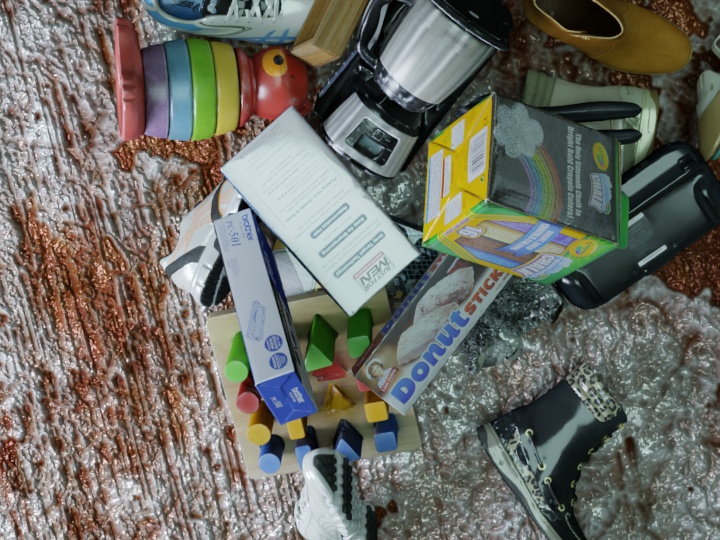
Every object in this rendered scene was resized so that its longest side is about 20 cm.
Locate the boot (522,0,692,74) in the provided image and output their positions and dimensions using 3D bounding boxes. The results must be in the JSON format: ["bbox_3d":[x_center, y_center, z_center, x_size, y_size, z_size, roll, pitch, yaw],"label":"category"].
[{"bbox_3d":[0.260,-0.245,1.548,0.201,0.144,0.071,18,100,-5],"label":"boot"}]

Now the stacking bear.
[{"bbox_3d":[-0.152,-0.192,1.567,0.199,0.114,0.122,-3,58,-11],"label":"stacking bear"}]

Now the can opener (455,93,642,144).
[{"bbox_3d":[0.192,-0.145,1.544,0.199,0.079,0.064,2,109,-9],"label":"can opener"}]

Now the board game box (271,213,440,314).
[{"bbox_3d":[0.000,0.000,1.642,0.199,0.035,0.136,20,100,-5],"label":"board game box"}]

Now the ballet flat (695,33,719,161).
[{"bbox_3d":[0.389,-0.207,1.586,0.063,0.069,0.200,30,74,3],"label":"ballet flat"}]

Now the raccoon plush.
[{"bbox_3d":[0.127,0.014,1.621,0.134,0.097,0.200,-34,100,9],"label":"raccoon plush"}]

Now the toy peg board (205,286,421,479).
[{"bbox_3d":[-0.051,0.135,1.612,0.199,0.098,0.200,-11,109,7],"label":"toy peg board"}]

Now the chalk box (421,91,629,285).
[{"bbox_3d":[0.178,-0.071,1.493,0.199,0.124,0.125,18,62,-25],"label":"chalk box"}]

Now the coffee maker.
[{"bbox_3d":[0.060,-0.209,1.551,0.135,0.192,0.200,44,117,6],"label":"coffee maker"}]

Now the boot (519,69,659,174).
[{"bbox_3d":[0.226,-0.107,1.612,0.154,0.072,0.201,10,100,-2],"label":"boot"}]

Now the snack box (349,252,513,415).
[{"bbox_3d":[0.077,0.047,1.540,0.072,0.024,0.200,38,88,-20],"label":"snack box"}]

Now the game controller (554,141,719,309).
[{"bbox_3d":[0.284,-0.045,1.572,0.200,0.042,0.104,-35,111,10],"label":"game controller"}]

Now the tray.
[{"bbox_3d":[-0.004,-0.305,1.527,0.037,0.099,0.201,26,84,-15],"label":"tray"}]

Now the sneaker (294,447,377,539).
[{"bbox_3d":[-0.038,0.258,1.632,0.081,0.075,0.200,-5,143,13],"label":"sneaker"}]

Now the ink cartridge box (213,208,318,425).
[{"bbox_3d":[-0.096,0.045,1.513,0.044,0.094,0.200,-20,57,2],"label":"ink cartridge box"}]

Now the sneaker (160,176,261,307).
[{"bbox_3d":[-0.147,-0.065,1.608,0.080,0.074,0.200,28,86,28],"label":"sneaker"}]

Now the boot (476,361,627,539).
[{"bbox_3d":[0.243,0.217,1.672,0.154,0.073,0.204,-36,99,3],"label":"boot"}]

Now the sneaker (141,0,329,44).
[{"bbox_3d":[-0.130,-0.275,1.569,0.199,0.072,0.072,4,99,-4],"label":"sneaker"}]

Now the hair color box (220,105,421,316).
[{"bbox_3d":[-0.042,-0.059,1.537,0.100,0.061,0.200,-41,92,-3],"label":"hair color box"}]
